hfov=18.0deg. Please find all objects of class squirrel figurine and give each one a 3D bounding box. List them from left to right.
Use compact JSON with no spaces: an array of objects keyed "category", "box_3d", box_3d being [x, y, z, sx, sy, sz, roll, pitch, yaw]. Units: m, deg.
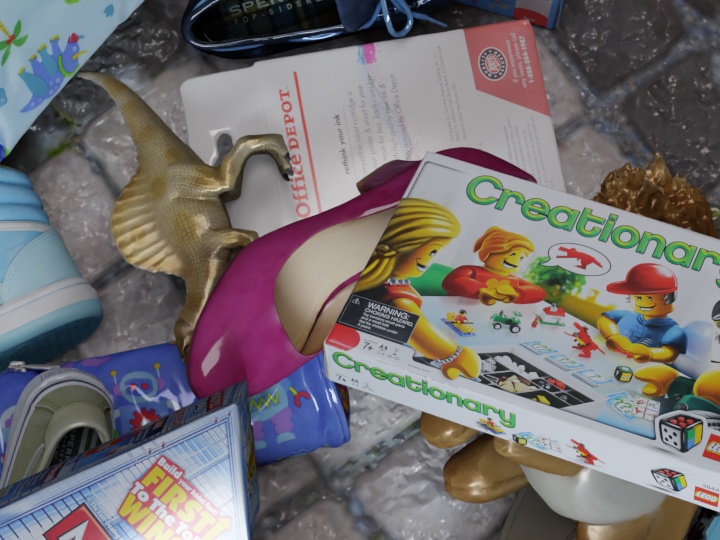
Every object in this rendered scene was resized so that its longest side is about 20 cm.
[{"category":"squirrel figurine","box_3d":[0.112,0.039,1.181,0.200,0.142,0.187,-41,38,-6]}]

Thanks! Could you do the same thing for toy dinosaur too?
[{"category":"toy dinosaur","box_3d":[-0.086,-0.043,1.190,0.101,0.058,0.201,-18,69,-6]}]

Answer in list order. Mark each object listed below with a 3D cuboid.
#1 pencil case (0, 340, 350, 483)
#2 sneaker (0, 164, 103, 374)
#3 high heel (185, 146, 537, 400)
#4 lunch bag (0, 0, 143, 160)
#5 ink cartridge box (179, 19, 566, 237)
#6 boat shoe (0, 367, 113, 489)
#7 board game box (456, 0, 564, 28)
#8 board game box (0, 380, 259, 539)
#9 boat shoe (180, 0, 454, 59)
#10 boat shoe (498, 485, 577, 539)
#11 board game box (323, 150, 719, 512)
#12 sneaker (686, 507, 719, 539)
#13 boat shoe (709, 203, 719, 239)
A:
[{"category":"pencil case","box_3d":[-0.106,0.075,1.216,0.199,0.078,0.087,-13,90,-6]},{"category":"sneaker","box_3d":[-0.253,0.008,1.236,0.199,0.080,0.131,-20,77,-17]},{"category":"high heel","box_3d":[0.000,0.000,1.133,0.200,0.096,0.068,-47,122,-31]},{"category":"lunch bag","box_3d":[-0.225,-0.174,1.264,0.200,0.128,0.170,27,69,38]},{"category":"ink cartridge box","box_3d":[0.006,-0.061,1.264,0.199,0.068,0.117,-9,73,-4]},{"category":"boat shoe","box_3d":[-0.164,0.149,1.155,0.072,0.062,0.201,5,109,-12]},{"category":"board game box","box_3d":[0.049,-0.265,1.331,0.199,0.056,0.197,16,74,4]},{"category":"board game box","box_3d":[-0.102,0.157,1.085,0.200,0.062,0.200,-38,96,7]},{"category":"boat shoe","box_3d":[-0.005,-0.154,1.255,0.199,0.069,0.084,-24,101,18]},{"category":"boat shoe","box_3d":[0.115,0.156,1.218,0.063,0.072,0.200,49,66,-33]},{"category":"board game box","box_3d":[0.098,0.025,1.066,0.199,0.035,0.127,18,56,16]},{"category":"sneaker","box_3d":[0.211,0.166,1.191,0.095,0.079,0.200,29,75,11]},{"category":"boat shoe","box_3d":[0.271,0.008,1.245,0.201,0.072,0.061,11,78,6]}]
